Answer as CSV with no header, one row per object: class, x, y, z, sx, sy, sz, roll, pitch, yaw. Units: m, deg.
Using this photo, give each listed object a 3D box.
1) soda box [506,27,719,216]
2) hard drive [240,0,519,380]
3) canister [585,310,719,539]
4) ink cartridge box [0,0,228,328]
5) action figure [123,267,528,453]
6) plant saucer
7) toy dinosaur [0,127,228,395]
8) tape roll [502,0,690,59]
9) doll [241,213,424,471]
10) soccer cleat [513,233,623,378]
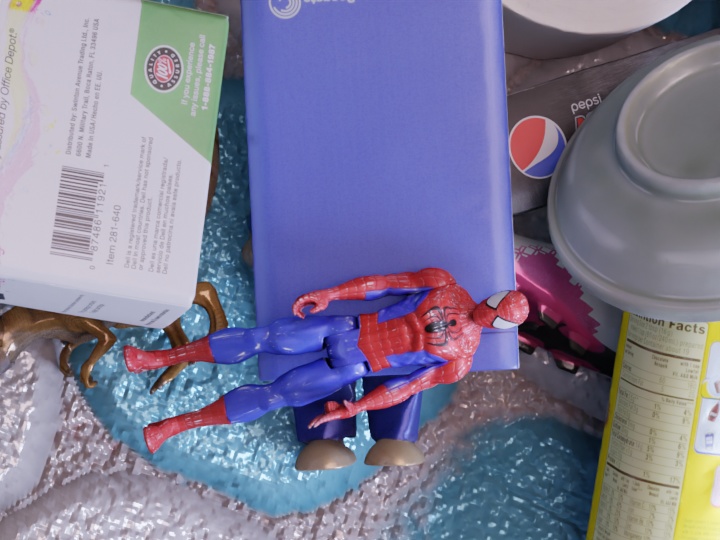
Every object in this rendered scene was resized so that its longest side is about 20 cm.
soda box,0.113,-0.072,1.503,0.199,0.071,0.064,-18,90,-20
hard drive,0.010,-0.048,1.400,0.131,0.025,0.202,-3,91,4
canister,0.194,0.088,1.449,0.148,0.087,0.201,6,99,-19
ink cartridge box,-0.174,-0.062,1.336,0.199,0.084,0.146,10,78,-14
action figure,-0.014,0.041,1.369,0.199,0.052,0.066,-15,87,2
plant saucer,0.183,-0.063,1.389,0.200,0.200,0.050,-43,134,-19
toy dinosaur,-0.110,-0.001,1.424,0.200,0.060,0.106,-41,95,-19
tape roll,0.108,-0.221,1.523,0.201,0.071,0.204,3,82,-18
doll,0.000,0.000,1.440,0.136,0.048,0.202,-4,92,22
soccer cleat,0.138,0.017,1.506,0.199,0.070,0.087,32,70,-19
